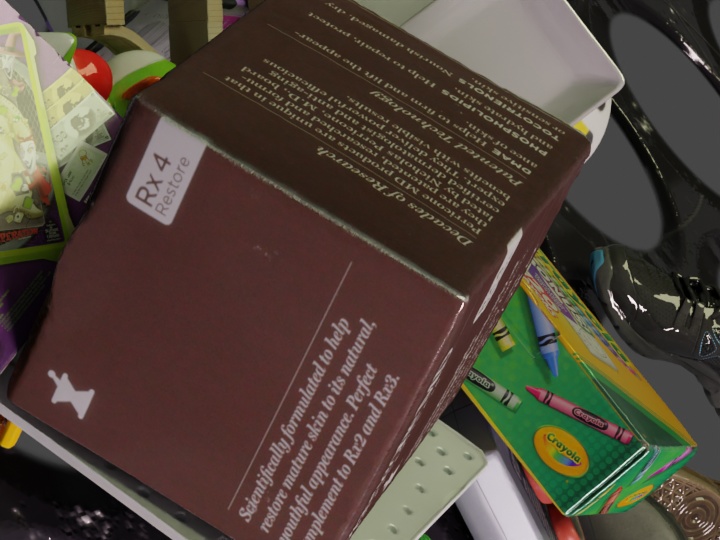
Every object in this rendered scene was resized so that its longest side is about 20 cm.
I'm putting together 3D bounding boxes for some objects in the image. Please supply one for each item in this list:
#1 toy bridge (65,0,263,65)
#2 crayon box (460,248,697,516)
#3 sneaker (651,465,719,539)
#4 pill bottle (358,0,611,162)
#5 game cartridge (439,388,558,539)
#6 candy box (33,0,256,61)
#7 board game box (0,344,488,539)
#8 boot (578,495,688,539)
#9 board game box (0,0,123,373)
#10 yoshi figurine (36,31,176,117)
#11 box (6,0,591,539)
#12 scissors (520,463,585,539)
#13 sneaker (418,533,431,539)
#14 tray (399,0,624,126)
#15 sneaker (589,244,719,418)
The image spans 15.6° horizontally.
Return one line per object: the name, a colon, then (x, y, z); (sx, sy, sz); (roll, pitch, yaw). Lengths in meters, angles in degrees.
toy bridge: (-0.087, -0.128, 1.383); (0.200, 0.027, 0.068); (-11, 98, -61)
crayon box: (0.079, 0.032, 1.341); (0.200, 0.058, 0.119); (52, 12, 15)
sneaker: (0.201, 0.157, 1.614); (0.200, 0.070, 0.076); (35, 12, -38)
pill bottle: (0.073, -0.139, 1.646); (0.200, 0.114, 0.115); (43, 22, -55)
game cartridge: (0.071, 0.105, 1.393); (0.134, 0.041, 0.200); (59, 8, -15)
candy box: (-0.120, -0.198, 1.503); (0.200, 0.071, 0.168); (-2, 59, -59)
board game box: (-0.061, 0.076, 1.217); (0.200, 0.026, 0.200); (35, 29, 11)
boot: (0.132, 0.189, 1.441); (0.131, 0.070, 0.201); (20, 36, -40)
board game box: (-0.180, -0.022, 1.144); (0.120, 0.032, 0.200); (48, 51, -16)
yoshi figurine: (-0.154, -0.066, 1.291); (0.199, 0.113, 0.112); (4, 11, -40)
box: (-0.024, -0.003, 1.176); (0.164, 0.166, 0.200); (31, 30, 6)
scissors: (0.087, 0.078, 1.431); (0.073, 0.014, 0.200); (58, 8, -31)
sneaker: (-0.016, 0.126, 1.282); (0.085, 0.078, 0.200); (37, 20, -14)
tray: (0.044, -0.091, 1.528); (0.108, 0.200, 0.022); (53, -4, 1)
sneaker: (0.236, 0.032, 1.786); (0.200, 0.082, 0.073); (35, 32, -29)
